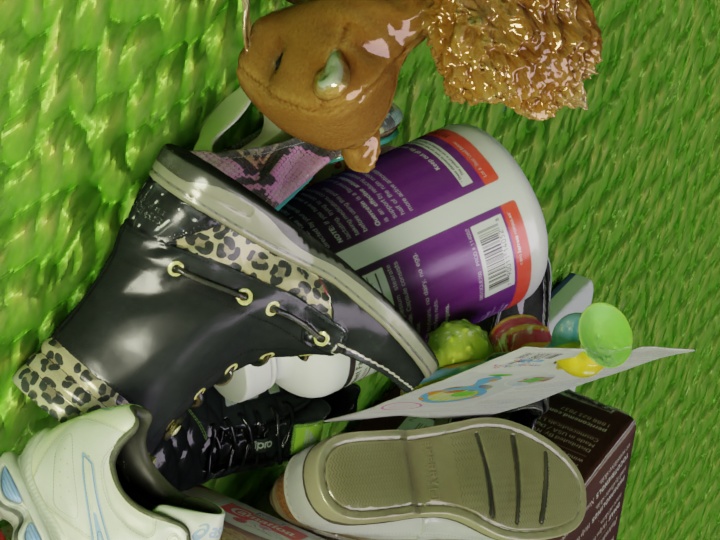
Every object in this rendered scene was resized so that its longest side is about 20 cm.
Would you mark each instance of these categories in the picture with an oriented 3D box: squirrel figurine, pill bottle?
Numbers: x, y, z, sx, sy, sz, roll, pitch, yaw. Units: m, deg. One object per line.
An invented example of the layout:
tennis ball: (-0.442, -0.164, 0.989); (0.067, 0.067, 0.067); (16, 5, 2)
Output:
squirrel figurine: (0.030, -0.145, 1.431); (0.142, 0.200, 0.187); (79, 29, -62)
pill bottle: (0.000, 0.000, 1.550); (0.200, 0.112, 0.112); (-24, 139, -23)

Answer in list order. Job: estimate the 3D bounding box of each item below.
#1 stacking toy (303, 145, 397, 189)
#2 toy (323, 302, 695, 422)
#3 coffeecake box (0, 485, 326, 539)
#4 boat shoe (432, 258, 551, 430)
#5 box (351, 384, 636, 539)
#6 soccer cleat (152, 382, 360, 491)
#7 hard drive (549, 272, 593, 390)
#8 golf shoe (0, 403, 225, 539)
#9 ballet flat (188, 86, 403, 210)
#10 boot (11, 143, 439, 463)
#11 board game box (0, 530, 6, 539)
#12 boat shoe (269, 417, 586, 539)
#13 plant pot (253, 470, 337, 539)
stacking toy: (0.016, -0.038, 1.668); (0.200, 0.110, 0.116); (35, 68, -53)
toy: (0.078, 0.047, 1.511); (0.115, 0.200, 0.047); (1, 79, -33)
coffeecake box: (-0.097, 0.184, 1.490); (0.200, 0.153, 0.073); (-12, 121, -66)
boat shoe: (0.086, 0.079, 1.671); (0.070, 0.066, 0.200); (13, 99, -41)
box: (0.076, 0.191, 1.903); (0.164, 0.166, 0.200); (-47, 150, -46)
soccer cleat: (-0.068, 0.087, 1.572); (0.200, 0.081, 0.068); (-30, 137, -58)
hard drive: (0.120, 0.101, 2.122); (0.200, 0.025, 0.132); (-41, 146, -50)
golf shoe: (-0.099, 0.159, 1.336); (0.097, 0.200, 0.078); (-32, 178, 18)
ballet flat: (-0.041, -0.077, 1.516); (0.200, 0.069, 0.071); (-36, 110, -50)
boot: (-0.070, 0.045, 1.425); (0.204, 0.073, 0.154); (37, 90, -33)
board game box: (-0.173, 0.192, 1.297); (0.019, 0.200, 0.103); (-34, 174, 27)
boat shoe: (0.040, 0.127, 1.606); (0.200, 0.068, 0.075); (9, 71, -33)
plant pot: (-0.028, 0.217, 1.698); (0.187, 0.187, 0.200); (85, 16, -49)
